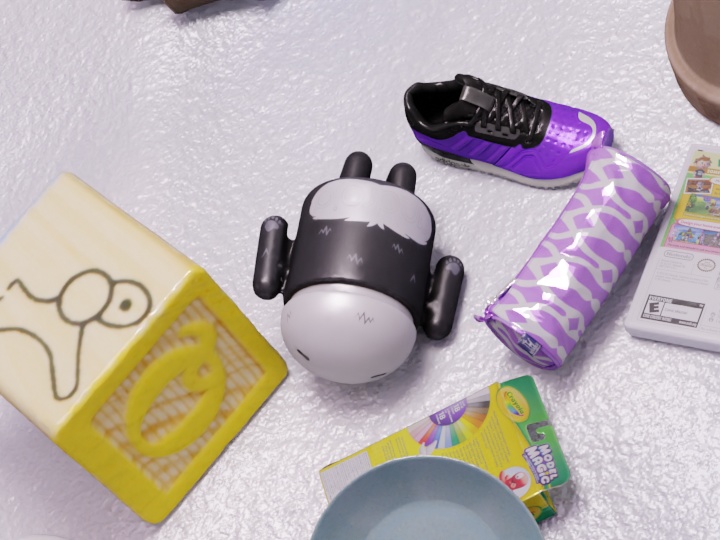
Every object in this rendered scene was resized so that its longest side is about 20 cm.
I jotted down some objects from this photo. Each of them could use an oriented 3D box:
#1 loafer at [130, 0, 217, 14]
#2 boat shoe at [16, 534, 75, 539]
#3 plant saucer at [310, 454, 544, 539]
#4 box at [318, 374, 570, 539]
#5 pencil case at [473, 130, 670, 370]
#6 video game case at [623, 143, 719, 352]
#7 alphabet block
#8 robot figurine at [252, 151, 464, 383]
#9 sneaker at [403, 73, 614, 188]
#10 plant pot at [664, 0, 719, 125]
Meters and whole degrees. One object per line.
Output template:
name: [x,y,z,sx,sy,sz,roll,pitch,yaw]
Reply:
loafer: [-0.167,-0.289,2.097,0.199,0.073,0.072,10,75,36]
boat shoe: [-0.243,0.272,1.784,0.199,0.067,0.074,20,71,34]
plant saucer: [0.056,0.245,1.635,0.200,0.039,0.203,0,90,12]
box: [0.073,0.175,1.700,0.199,0.048,0.118,-28,52,12]
pencil case: [0.179,-0.011,1.736,0.085,0.084,0.200,36,76,0]
video game case: [0.336,-0.012,1.700,0.199,0.022,0.183,10,66,32]
alphabet block: [-0.220,0.068,1.817,0.200,0.196,0.196,35,81,37]
robot figurine: [-0.002,0.000,1.798,0.149,0.125,0.201,-6,58,29]
sneaker: [0.122,-0.130,1.827,0.199,0.100,0.070,8,67,30]
plant pot: [0.336,-0.243,1.746,0.199,0.175,0.201,-13,57,20]
